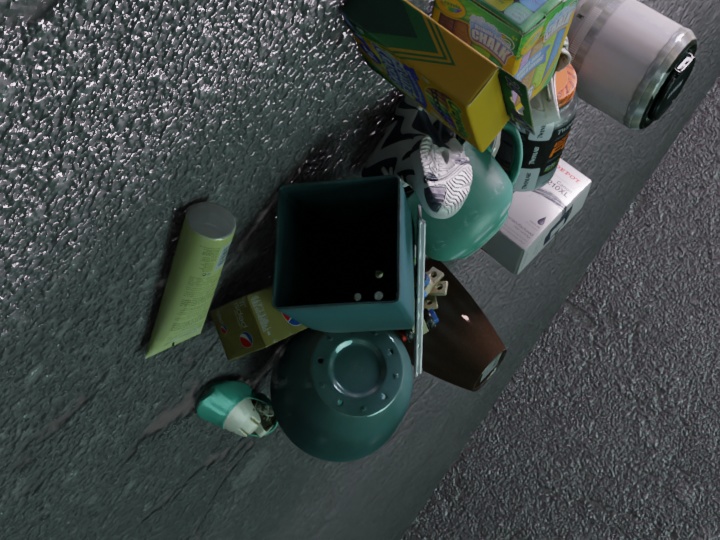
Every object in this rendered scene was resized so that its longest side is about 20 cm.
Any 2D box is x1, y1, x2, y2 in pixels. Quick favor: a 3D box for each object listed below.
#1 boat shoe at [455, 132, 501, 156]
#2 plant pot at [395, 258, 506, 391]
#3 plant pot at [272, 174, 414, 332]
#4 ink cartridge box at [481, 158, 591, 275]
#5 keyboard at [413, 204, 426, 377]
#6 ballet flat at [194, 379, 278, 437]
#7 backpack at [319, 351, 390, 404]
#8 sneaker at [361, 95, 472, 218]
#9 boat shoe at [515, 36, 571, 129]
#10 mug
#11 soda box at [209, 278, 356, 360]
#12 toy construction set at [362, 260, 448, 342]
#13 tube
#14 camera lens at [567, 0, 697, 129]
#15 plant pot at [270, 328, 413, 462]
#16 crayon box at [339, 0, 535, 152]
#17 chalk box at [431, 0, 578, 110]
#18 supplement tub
[{"bbox_3d":[0.148,-0.210,1.305,0.092,0.074,0.202,-27,142,-37],"label":"boat shoe"},{"bbox_3d":[0.152,0.111,1.677,0.187,0.199,0.188,-44,159,-21],"label":"plant pot"},{"bbox_3d":[0.000,0.000,1.109,0.200,0.139,0.144,50,39,-66],"label":"plant pot"},{"bbox_3d":[0.279,-0.114,1.646,0.200,0.144,0.085,-42,159,-25],"label":"ink cartridge box"},{"bbox_3d":[0.069,0.026,1.152,0.056,0.010,0.203,-100,-171,-69],"label":"keyboard"},{"bbox_3d":[-0.157,0.194,1.310,0.068,0.070,0.200,-51,161,0],"label":"ballet flat"},{"bbox_3d":[-0.018,0.180,1.507,0.178,0.150,0.200,-47,165,-16],"label":"backpack"},{"bbox_3d":[0.060,-0.111,1.141,0.078,0.201,0.130,11,137,-30],"label":"sneaker"},{"bbox_3d":[0.237,-0.277,1.233,0.071,0.069,0.203,48,44,-56],"label":"boat shoe"},{"bbox_3d":[0.136,-0.095,1.249,0.185,0.115,0.152,-38,-172,37],"label":"mug"},{"bbox_3d":[-0.090,0.046,1.172,0.067,0.065,0.199,-22,180,35],"label":"soda box"},{"bbox_3d":[0.053,0.015,1.294,0.092,0.132,0.200,-38,140,10],"label":"toy construction set"},{"bbox_3d":[-0.177,0.017,0.990,0.052,0.057,0.201,-92,-161,-44],"label":"tube"},{"bbox_3d":[0.382,-0.318,1.422,0.160,0.199,0.161,-46,160,-23],"label":"camera lens"},{"bbox_3d":[-0.017,0.148,1.294,0.201,0.201,0.161,-44,176,-19],"label":"plant pot"},{"bbox_3d":[0.078,-0.195,0.952,0.052,0.199,0.126,-50,161,-1],"label":"crayon box"},{"bbox_3d":[0.162,-0.289,1.096,0.124,0.124,0.201,-41,158,-27],"label":"chalk box"},{"bbox_3d":[0.254,-0.222,1.430,0.122,0.122,0.201,-42,159,-24],"label":"supplement tub"}]
